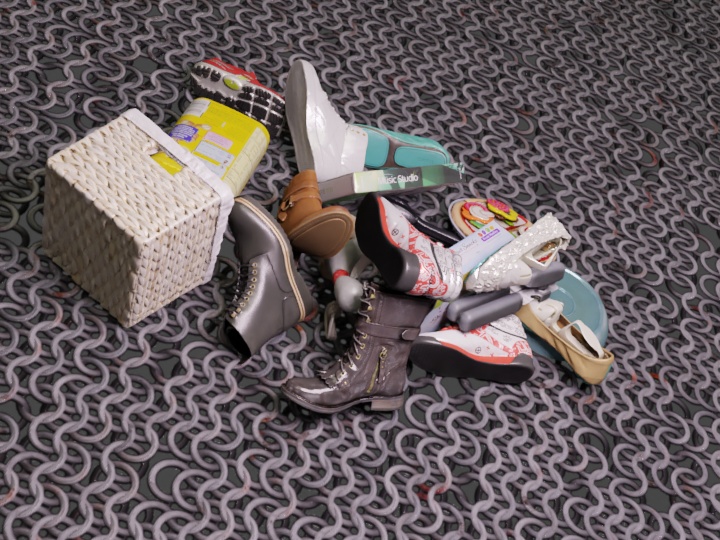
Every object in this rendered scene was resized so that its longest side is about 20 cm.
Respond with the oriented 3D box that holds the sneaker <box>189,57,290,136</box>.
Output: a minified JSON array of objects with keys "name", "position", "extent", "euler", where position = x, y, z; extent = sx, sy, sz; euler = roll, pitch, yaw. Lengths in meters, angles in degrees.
[{"name":"sneaker","position":[-0.181,-0.296,1.786],"extent":[0.200,0.077,0.085],"euler":[31,36,2]}]

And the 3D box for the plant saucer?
[{"name":"plant saucer","position":[0.306,0.055,1.711],"extent":[0.200,0.027,0.200],"euler":[11,48,-13]}]

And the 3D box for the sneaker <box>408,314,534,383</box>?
[{"name":"sneaker","position":[0.155,0.098,1.583],"extent":[0.201,0.067,0.108],"euler":[11,46,-18]}]

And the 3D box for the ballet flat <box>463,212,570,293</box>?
[{"name":"ballet flat","position":[0.234,-0.018,1.550],"extent":[0.072,0.072,0.200],"euler":[43,56,17]}]

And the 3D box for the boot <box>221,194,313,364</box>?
[{"name":"boot","position":[-0.154,0.012,1.468],"extent":[0.138,0.077,0.200],"euler":[-42,110,-38]}]

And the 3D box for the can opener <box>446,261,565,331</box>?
[{"name":"can opener","position":[0.212,0.032,1.581],"extent":[0.200,0.067,0.053],"euler":[-22,45,-31]}]

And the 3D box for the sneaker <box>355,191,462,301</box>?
[{"name":"sneaker","position":[0.067,-0.028,1.455],"extent":[0.108,0.067,0.201],"euler":[15,26,-28]}]

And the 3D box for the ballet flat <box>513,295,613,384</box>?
[{"name":"ballet flat","position":[0.301,0.083,1.621],"extent":[0.200,0.063,0.069],"euler":[44,42,17]}]

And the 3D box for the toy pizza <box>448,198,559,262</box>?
[{"name":"toy pizza","position":[0.235,-0.065,1.744],"extent":[0.200,0.032,0.200],"euler":[20,29,-12]}]

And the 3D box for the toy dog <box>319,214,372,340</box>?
[{"name":"toy dog","position":[0.000,0.000,1.552],"extent":[0.096,0.132,0.200],"euler":[3,49,-11]}]

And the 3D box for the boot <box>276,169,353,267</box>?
[{"name":"boot","position":[-0.070,-0.082,1.557],"extent":[0.077,0.200,0.155],"euler":[24,52,-19]}]

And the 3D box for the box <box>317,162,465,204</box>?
[{"name":"box","position":[0.043,-0.136,1.694],"extent":[0.200,0.144,0.036],"euler":[-10,91,-29]}]

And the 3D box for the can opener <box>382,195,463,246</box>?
[{"name":"can opener","position":[0.097,-0.055,1.701],"extent":[0.200,0.063,0.079],"euler":[31,18,-8]}]

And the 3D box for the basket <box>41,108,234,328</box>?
[{"name":"basket","position":[-0.303,-0.068,1.445],"extent":[0.198,0.200,0.161],"euler":[40,49,14]}]

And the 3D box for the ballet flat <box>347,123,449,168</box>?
[{"name":"ballet flat","position":[0.050,-0.203,1.809],"extent":[0.200,0.067,0.070],"euler":[13,18,-2]}]

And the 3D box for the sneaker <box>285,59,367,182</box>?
[{"name":"sneaker","position":[-0.051,-0.237,1.734],"extent":[0.115,0.074,0.200],"euler":[-5,83,-33]}]

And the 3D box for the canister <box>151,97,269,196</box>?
[{"name":"canister","position":[-0.235,-0.162,1.635],"extent":[0.148,0.087,0.200],"euler":[25,44,-1]}]

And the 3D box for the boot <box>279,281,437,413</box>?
[{"name":"boot","position":[-0.004,0.097,1.438],"extent":[0.200,0.174,0.069],"euler":[3,18,-28]}]

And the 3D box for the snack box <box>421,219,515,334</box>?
[{"name":"snack box","position":[0.129,0.024,1.582],"extent":[0.053,0.142,0.200],"euler":[44,49,18]}]
